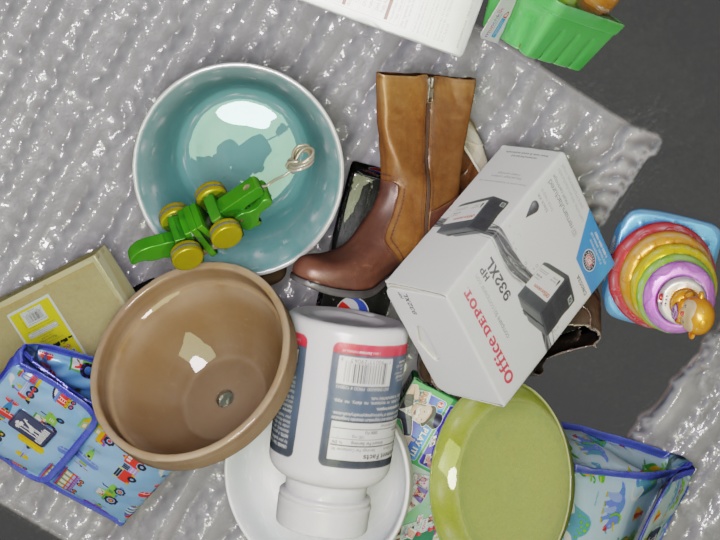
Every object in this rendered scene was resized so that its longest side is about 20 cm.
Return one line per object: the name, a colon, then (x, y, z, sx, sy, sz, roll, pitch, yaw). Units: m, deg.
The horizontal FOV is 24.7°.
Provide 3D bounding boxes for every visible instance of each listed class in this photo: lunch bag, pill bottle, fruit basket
lunch bag: (0.235, 0.256, 1.663, 0.198, 0.127, 0.172, 12, 108, -35)
pill bottle: (-0.025, 0.143, 1.553, 0.118, 0.120, 0.203, 8, 97, -3)
fruit basket: (0.199, -0.291, 1.510, 0.093, 0.184, 0.202, 32, 107, 32)
lunch bag: (-0.279, 0.143, 1.589, 0.198, 0.095, 0.151, 26, 137, -17)

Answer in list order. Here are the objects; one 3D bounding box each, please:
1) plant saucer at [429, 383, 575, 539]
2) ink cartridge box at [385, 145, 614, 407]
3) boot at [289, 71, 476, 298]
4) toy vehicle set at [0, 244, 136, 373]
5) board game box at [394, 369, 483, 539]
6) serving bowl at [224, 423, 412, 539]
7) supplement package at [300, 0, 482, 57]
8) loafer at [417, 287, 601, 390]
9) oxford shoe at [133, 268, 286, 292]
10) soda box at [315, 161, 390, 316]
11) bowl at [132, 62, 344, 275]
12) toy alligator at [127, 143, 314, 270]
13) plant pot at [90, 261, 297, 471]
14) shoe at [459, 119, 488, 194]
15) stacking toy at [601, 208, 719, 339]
plant saucer: (0.143, 0.208, 1.601, 0.031, 0.200, 0.202, 8, 107, -38)
ink cartridge box: (0.134, 0.004, 1.540, 0.200, 0.083, 0.146, -48, 127, -27)
boot: (0.023, -0.081, 1.516, 0.186, 0.068, 0.203, -5, 110, -24)
toy vehicle set: (-0.299, 0.069, 1.620, 0.198, 0.027, 0.125, -24, 105, 25)
board game box: (0.065, 0.221, 1.698, 0.134, 0.029, 0.201, 27, 102, -8)
serving bowl: (-0.035, 0.204, 1.657, 0.198, 0.066, 0.203, 1, 92, 20)
supplement package: (0.017, -0.289, 1.522, 0.198, 0.117, 0.119, 19, 103, -5)
loafer: (0.150, 0.071, 1.628, 0.198, 0.071, 0.073, -24, 135, 4)
oxford shoe: (-0.153, 0.035, 1.628, 0.198, 0.073, 0.085, -22, 106, 17)
soda box: (0.000, 0.000, 1.622, 0.070, 0.063, 0.202, 13, 103, -5)
bowl: (-0.114, -0.105, 1.572, 0.198, 0.105, 0.203, 0, 105, -1)
toy alligator: (-0.119, -0.049, 1.508, 0.198, 0.060, 0.054, -29, 144, 6)
plant pot: (-0.141, 0.101, 1.514, 0.199, 0.202, 0.093, -27, 143, 6)
shoe: (0.106, -0.053, 1.615, 0.069, 0.053, 0.202, -15, 105, 3)
stacking toy: (0.301, 0.022, 1.563, 0.108, 0.200, 0.117, 11, 105, -4)
